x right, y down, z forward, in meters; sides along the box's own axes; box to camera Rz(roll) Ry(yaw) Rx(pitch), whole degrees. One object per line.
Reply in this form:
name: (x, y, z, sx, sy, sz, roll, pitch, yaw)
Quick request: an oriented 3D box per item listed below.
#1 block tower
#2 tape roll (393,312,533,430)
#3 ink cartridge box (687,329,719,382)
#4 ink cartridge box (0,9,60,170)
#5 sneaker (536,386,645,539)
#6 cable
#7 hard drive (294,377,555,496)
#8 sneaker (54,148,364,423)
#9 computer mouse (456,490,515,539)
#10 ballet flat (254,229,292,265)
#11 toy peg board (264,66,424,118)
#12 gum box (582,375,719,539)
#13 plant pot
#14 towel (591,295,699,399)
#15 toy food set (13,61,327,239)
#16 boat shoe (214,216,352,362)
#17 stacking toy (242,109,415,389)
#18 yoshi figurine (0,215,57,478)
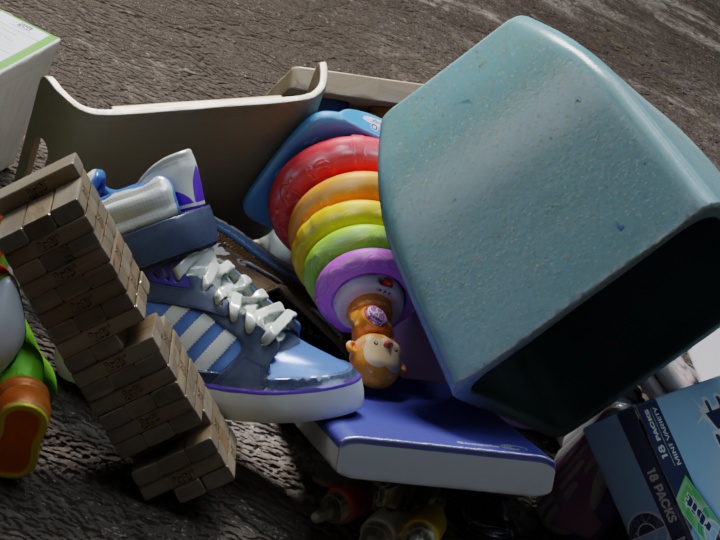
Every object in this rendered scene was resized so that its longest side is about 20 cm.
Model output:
block tower: (-0.138, 0.037, 1.396, 0.200, 0.054, 0.058, 62, 8, -20)
tape roll: (0.087, 0.036, 1.810, 0.200, 0.066, 0.200, 23, 20, -9)
ink cartridge box: (0.323, 0.101, 1.782, 0.200, 0.084, 0.145, 48, 13, -20)
ink cartridge box: (-0.275, -0.104, 1.668, 0.059, 0.104, 0.200, 26, 20, 4)
sneaker: (0.177, 0.134, 1.664, 0.088, 0.081, 0.200, 41, 22, -5)
cable: (0.036, 0.135, 1.537, 0.097, 0.050, 0.200, 19, 12, 25)
hard drive: (0.028, 0.096, 1.530, 0.132, 0.025, 0.200, 7, 8, -14)
sneaker: (-0.090, 0.005, 1.479, 0.199, 0.147, 0.081, 9, 12, 14)
computer mouse: (0.107, 0.179, 1.515, 0.058, 0.034, 0.200, 13, 22, -28)
ballet flat: (-0.094, -0.027, 1.774, 0.200, 0.068, 0.067, 28, 38, 22)
toy peg board: (0.025, -0.085, 1.945, 0.198, 0.098, 0.200, 7, -6, -9)
gum box: (0.234, 0.156, 1.585, 0.200, 0.044, 0.170, -11, 77, -59)
plant pot: (0.123, -0.041, 1.566, 0.200, 0.196, 0.196, 60, 15, 24)
towel: (0.208, 0.058, 1.760, 0.191, 0.032, 0.200, 52, 8, -17)
toy food set: (-0.127, -0.082, 1.656, 0.199, 0.144, 0.061, -7, 53, -26)
boat shoe: (-0.084, 0.017, 1.638, 0.199, 0.072, 0.072, 20, 22, -16)
stacking toy: (0.000, 0.000, 1.608, 0.116, 0.110, 0.200, 24, 34, -27)
yoshi figurine: (-0.233, 0.038, 1.417, 0.112, 0.113, 0.200, -17, 41, 3)
